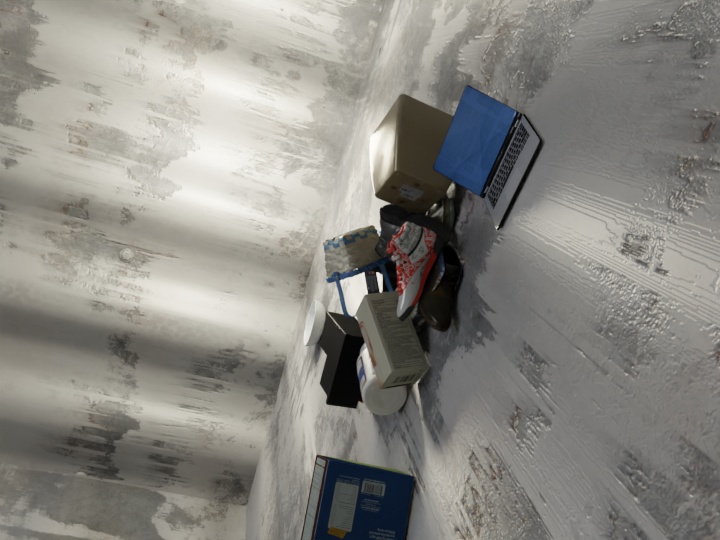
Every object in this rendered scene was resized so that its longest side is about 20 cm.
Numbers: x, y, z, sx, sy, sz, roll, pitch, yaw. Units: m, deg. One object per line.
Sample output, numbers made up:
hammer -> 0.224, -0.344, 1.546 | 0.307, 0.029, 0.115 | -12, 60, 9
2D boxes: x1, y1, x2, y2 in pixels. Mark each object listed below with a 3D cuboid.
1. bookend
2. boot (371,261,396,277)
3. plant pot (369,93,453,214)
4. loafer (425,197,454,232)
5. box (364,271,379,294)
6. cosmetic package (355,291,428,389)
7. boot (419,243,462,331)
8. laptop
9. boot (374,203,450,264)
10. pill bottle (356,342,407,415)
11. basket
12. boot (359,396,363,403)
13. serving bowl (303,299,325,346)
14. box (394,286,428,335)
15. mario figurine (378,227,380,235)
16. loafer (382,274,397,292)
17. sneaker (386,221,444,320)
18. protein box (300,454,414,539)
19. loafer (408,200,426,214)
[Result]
bookend -> -0.054, 0.245, 1.836 | 0.199, 0.090, 0.204 | -143, 67, -67
boot -> 0.079, -0.094, 1.756 | 0.066, 0.161, 0.205 | -66, -11, -82
plant pot -> 0.128, -0.253, 1.553 | 0.200, 0.196, 0.180 | 137, 149, -60
loafer -> 0.166, -0.095, 1.570 | 0.202, 0.068, 0.076 | 115, 163, -44
box -> 0.045, 0.108, 1.786 | 0.111, 0.034, 0.203 | 78, -178, -50
cosmetic package -> 0.069, 0.158, 1.516 | 0.088, 0.101, 0.203 | 118, 142, -50
boot -> 0.172, 0.032, 1.397 | 0.202, 0.073, 0.098 | -89, 15, -52
laptop -> 0.237, -0.221, 1.275 | 0.202, 0.113, 0.190 | -95, 21, -56
boot -> 0.123, -0.065, 1.550 | 0.198, 0.069, 0.134 | 29, 132, 34
pill bottle -> 0.048, 0.256, 1.633 | 0.201, 0.109, 0.113 | -104, 31, -66
basket -> 0.000, 0.000, 1.656 | 0.138, 0.175, 0.204 | -19, 90, 46
boot -> 0.026, 0.252, 1.848 | 0.155, 0.072, 0.206 | -102, 28, -55
serving bowl -> -0.192, 0.234, 2.869 | 0.200, 0.064, 0.205 | -166, 89, -79
box -> 0.125, 0.083, 1.615 | 0.201, 0.048, 0.164 | 122, 160, -56
mario figurine -> 0.087, -0.066, 1.956 | 0.200, 0.104, 0.126 | -80, -28, -71
loafer -> 0.087, 0.015, 1.828 | 0.063, 0.070, 0.205 | 132, 146, -74
sneaker -> 0.094, -0.003, 1.426 | 0.205, 0.106, 0.067 | -65, 7, -4
protein box -> -0.010, 0.518, 1.400 | 0.135, 0.194, 0.205 | 147, 136, -72
loafer -> 0.133, -0.163, 1.657 | 0.201, 0.070, 0.069 | -51, -10, -38
